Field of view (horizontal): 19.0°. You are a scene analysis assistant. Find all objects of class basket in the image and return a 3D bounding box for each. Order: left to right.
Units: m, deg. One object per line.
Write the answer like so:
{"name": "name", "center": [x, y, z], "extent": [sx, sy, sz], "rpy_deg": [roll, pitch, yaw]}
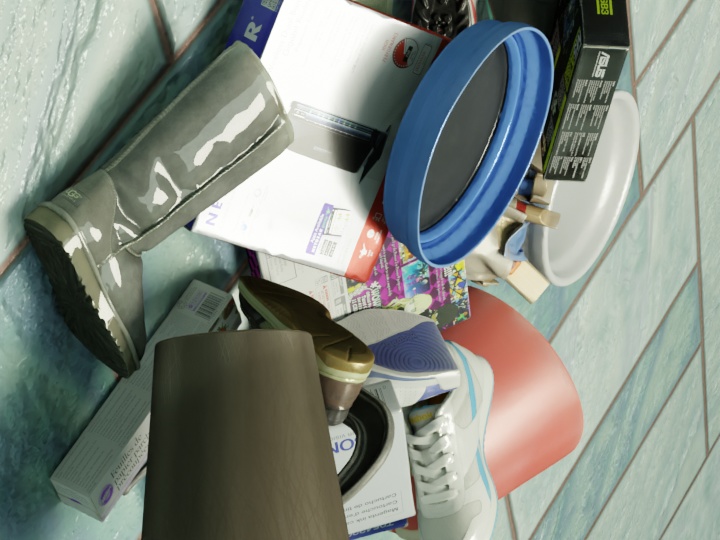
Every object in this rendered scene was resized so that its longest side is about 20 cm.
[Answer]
{"name": "basket", "center": [-0.084, 0.147, 1.502], "extent": [0.180, 0.136, 0.201], "rpy_deg": [3, 79, -44]}

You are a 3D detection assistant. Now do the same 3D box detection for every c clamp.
{"name": "c clamp", "center": [-0.069, 0.140, 1.634], "extent": [0.171, 0.200, 0.027], "rpy_deg": [-52, 134, -15]}

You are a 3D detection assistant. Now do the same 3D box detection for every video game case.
{"name": "video game case", "center": [0.000, 0.000, 1.779], "extent": [0.181, 0.036, 0.201], "rpy_deg": [-23, 139, -12]}

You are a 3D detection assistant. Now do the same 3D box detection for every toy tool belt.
{"name": "toy tool belt", "center": [0.136, -0.080, 1.971], "extent": [0.125, 0.122, 0.201], "rpy_deg": [-176, -78, -83]}

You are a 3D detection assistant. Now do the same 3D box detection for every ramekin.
{"name": "ramekin", "center": [0.187, -0.094, 2.111], "extent": [0.200, 0.097, 0.201], "rpy_deg": [-44, 145, -43]}

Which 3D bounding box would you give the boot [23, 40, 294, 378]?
{"name": "boot", "center": [-0.129, -0.041, 1.510], "extent": [0.200, 0.072, 0.182], "rpy_deg": [-45, 146, -26]}

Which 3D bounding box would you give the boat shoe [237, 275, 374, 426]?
{"name": "boat shoe", "center": [-0.053, 0.057, 1.625], "extent": [0.073, 0.200, 0.065], "rpy_deg": [15, 101, -23]}

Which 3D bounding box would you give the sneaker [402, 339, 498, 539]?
{"name": "sneaker", "center": [0.068, 0.156, 1.830], "extent": [0.081, 0.076, 0.201], "rpy_deg": [30, 51, -48]}

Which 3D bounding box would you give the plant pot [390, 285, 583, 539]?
{"name": "plant pot", "center": [0.076, 0.142, 1.980], "extent": [0.177, 0.200, 0.201], "rpy_deg": [-40, 143, -30]}

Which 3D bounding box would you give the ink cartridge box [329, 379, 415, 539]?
{"name": "ink cartridge box", "center": [-0.054, 0.190, 1.773], "extent": [0.195, 0.043, 0.201], "rpy_deg": [-16, 136, -6]}

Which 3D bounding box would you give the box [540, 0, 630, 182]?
{"name": "box", "center": [0.189, -0.211, 1.870], "extent": [0.200, 0.047, 0.194], "rpy_deg": [101, -12, -57]}

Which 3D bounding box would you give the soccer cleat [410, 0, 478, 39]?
{"name": "soccer cleat", "center": [0.077, -0.271, 1.810], "extent": [0.073, 0.068, 0.201], "rpy_deg": [-78, 175, -74]}

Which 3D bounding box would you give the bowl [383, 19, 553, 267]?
{"name": "bowl", "center": [0.083, -0.101, 1.668], "extent": [0.201, 0.039, 0.201], "rpy_deg": [-47, 151, -36]}

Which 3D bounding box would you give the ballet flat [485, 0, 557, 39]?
{"name": "ballet flat", "center": [0.142, -0.274, 1.839], "extent": [0.068, 0.068, 0.201], "rpy_deg": [-54, -154, 41]}

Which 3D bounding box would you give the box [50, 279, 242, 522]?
{"name": "box", "center": [-0.160, 0.096, 1.628], "extent": [0.200, 0.041, 0.039], "rpy_deg": [-57, 153, -26]}

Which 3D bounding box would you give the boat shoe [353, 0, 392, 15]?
{"name": "boat shoe", "center": [-0.015, -0.194, 1.664], "extent": [0.071, 0.060, 0.202], "rpy_deg": [-1, 111, -38]}

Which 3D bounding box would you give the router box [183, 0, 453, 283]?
{"name": "router box", "center": [-0.035, -0.106, 1.616], "extent": [0.179, 0.049, 0.201], "rpy_deg": [15, 101, -41]}

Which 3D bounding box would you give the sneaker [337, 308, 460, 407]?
{"name": "sneaker", "center": [-0.024, 0.105, 1.787], "extent": [0.198, 0.081, 0.116], "rpy_deg": [-9, 139, -15]}
